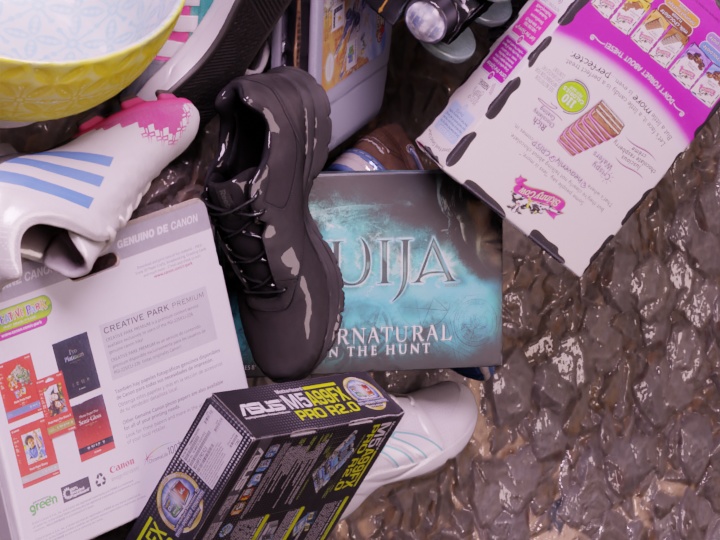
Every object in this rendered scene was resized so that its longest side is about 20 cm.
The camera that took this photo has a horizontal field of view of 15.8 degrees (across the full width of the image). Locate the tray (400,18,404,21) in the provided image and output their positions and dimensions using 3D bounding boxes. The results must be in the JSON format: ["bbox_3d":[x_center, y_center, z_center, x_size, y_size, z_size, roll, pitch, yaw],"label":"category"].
[{"bbox_3d":[0.050,-0.279,1.773,0.098,0.037,0.202,-26,129,-49],"label":"tray"}]

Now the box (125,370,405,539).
[{"bbox_3d":[-0.076,0.159,1.613,0.160,0.044,0.201,-7,133,-54],"label":"box"}]

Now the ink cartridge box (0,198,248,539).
[{"bbox_3d":[-0.171,0.064,1.583,0.199,0.083,0.177,-20,103,-42],"label":"ink cartridge box"}]

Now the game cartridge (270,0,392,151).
[{"bbox_3d":[-0.017,-0.179,1.707,0.133,0.041,0.202,-36,134,-55],"label":"game cartridge"}]

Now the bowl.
[{"bbox_3d":[-0.206,-0.149,1.511,0.200,0.200,0.108,-30,152,-40],"label":"bowl"}]

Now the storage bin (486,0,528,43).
[{"bbox_3d":[0.180,-0.197,1.846,0.200,0.134,0.095,8,85,-69],"label":"storage bin"}]

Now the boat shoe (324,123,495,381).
[{"bbox_3d":[0.054,-0.013,1.805,0.072,0.072,0.201,-44,119,-25],"label":"boat shoe"}]

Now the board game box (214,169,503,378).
[{"bbox_3d":[0.000,0.000,1.729,0.198,0.028,0.137,-2,97,-20],"label":"board game box"}]

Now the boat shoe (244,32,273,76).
[{"bbox_3d":[-0.068,-0.217,1.690,0.073,0.065,0.202,11,83,-43],"label":"boat shoe"}]

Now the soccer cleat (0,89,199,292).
[{"bbox_3d":[-0.162,-0.042,1.522,0.199,0.070,0.087,-24,79,-42],"label":"soccer cleat"}]

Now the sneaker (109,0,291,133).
[{"bbox_3d":[-0.127,-0.168,1.626,0.200,0.121,0.083,-52,156,17],"label":"sneaker"}]

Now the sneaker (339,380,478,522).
[{"bbox_3d":[0.006,0.109,1.768,0.200,0.070,0.081,-26,106,-40],"label":"sneaker"}]

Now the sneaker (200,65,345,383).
[{"bbox_3d":[-0.064,-0.028,1.633,0.091,0.075,0.202,-5,88,-60],"label":"sneaker"}]

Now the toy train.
[{"bbox_3d":[0.066,-0.217,1.681,0.114,0.085,0.200,41,43,3],"label":"toy train"}]

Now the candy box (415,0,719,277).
[{"bbox_3d":[0.152,-0.116,1.702,0.136,0.061,0.200,37,95,-27],"label":"candy box"}]
